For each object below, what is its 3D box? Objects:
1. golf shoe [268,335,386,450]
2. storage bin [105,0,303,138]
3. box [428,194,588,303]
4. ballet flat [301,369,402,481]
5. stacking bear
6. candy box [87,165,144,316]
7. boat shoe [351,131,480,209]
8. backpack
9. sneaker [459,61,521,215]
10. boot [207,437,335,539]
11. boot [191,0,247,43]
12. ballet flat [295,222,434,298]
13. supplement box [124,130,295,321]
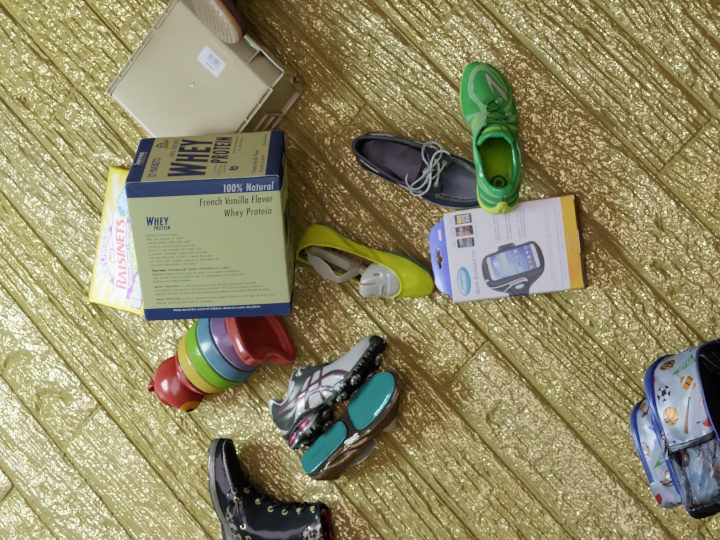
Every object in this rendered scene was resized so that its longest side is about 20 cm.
[{"bbox_3d":[-0.049,0.150,1.622,0.200,0.077,0.088,-48,70,14],"label":"golf shoe"},{"bbox_3d":[-0.213,-0.251,1.653,0.200,0.094,0.199,44,104,13],"label":"storage bin"},{"bbox_3d":[0.189,-0.026,1.551,0.197,0.041,0.121,-6,90,22],"label":"box"},{"bbox_3d":[0.004,0.213,1.608,0.201,0.072,0.068,-50,40,18],"label":"ballet flat"},{"bbox_3d":[-0.207,0.125,1.661,0.199,0.121,0.115,-35,69,25],"label":"stacking bear"},{"bbox_3d":[-0.333,-0.043,1.738,0.101,0.026,0.204,12,96,22],"label":"candy box"},{"bbox_3d":[0.081,-0.134,1.570,0.198,0.062,0.076,26,95,15],"label":"boat shoe"},{"bbox_3d":[0.410,0.183,1.414,0.152,0.199,0.194,-16,83,32],"label":"backpack"},{"bbox_3d":[0.172,-0.174,1.512,0.073,0.084,0.203,-8,76,-3],"label":"sneaker"},{"bbox_3d":[-0.122,0.321,1.656,0.151,0.073,0.207,-12,92,16],"label":"boot"},{"bbox_3d":[-0.156,-0.405,1.593,0.165,0.073,0.201,-28,67,-18],"label":"boot"},{"bbox_3d":[0.000,0.000,1.597,0.198,0.067,0.068,25,134,19],"label":"ballet flat"},{"bbox_3d":[-0.190,-0.058,1.565,0.196,0.135,0.203,-3,120,1],"label":"supplement box"}]
